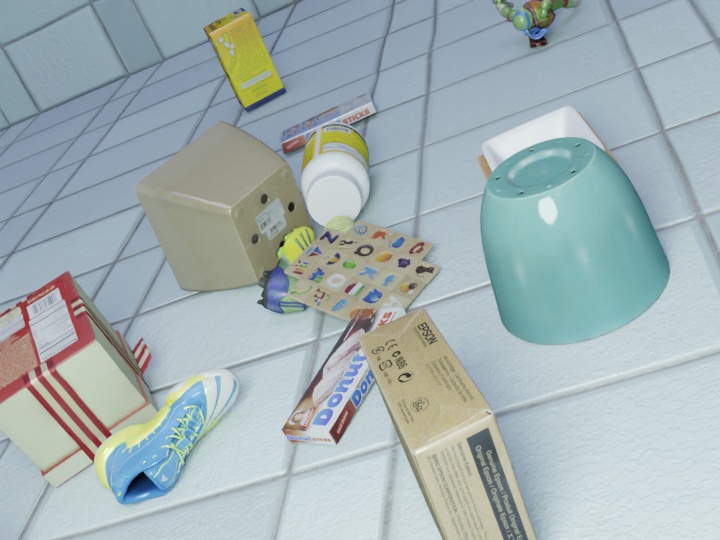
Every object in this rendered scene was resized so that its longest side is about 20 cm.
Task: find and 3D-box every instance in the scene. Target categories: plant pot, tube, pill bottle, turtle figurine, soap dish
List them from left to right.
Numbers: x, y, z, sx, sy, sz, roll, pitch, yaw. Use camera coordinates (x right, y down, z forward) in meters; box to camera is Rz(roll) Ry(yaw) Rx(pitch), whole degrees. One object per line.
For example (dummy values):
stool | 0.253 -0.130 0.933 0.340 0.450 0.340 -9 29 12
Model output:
plant pot | -0.190 -0.086 1.523 0.175 0.203 0.200 15 46 40
pill bottle | -0.040 -0.149 1.569 0.111 0.114 0.201 -21 27 11
tube | -0.009 -0.012 1.369 0.058 0.051 0.201 -56 26 20
turtle figurine | 0.324 -0.529 1.855 0.193 0.200 0.145 -25 -23 -49
soap dish | 0.246 -0.131 1.306 0.155 0.082 0.201 -23 27 8
plant pot | 0.220 -0.046 1.086 0.197 0.163 0.202 -21 26 11

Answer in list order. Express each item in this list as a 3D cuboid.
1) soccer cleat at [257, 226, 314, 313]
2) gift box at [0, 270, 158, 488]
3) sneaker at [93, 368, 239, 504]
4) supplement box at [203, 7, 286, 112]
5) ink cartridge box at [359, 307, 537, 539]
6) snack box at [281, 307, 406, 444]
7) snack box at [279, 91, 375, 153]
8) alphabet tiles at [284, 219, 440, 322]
soccer cleat | -0.088 0.002 1.421 0.082 0.066 0.201 11 30 6
gift box | -0.374 0.133 1.276 0.182 0.188 0.201 -29 41 -3
sneaker | -0.214 0.203 1.154 0.199 0.076 0.105 -37 39 -5
supplement box | -0.270 -0.490 2.299 0.108 0.202 0.109 -28 25 -6
ink cartridge box | 0.075 0.152 0.855 0.074 0.167 0.200 -24 26 -3
snack box | -0.015 0.119 1.148 0.071 0.025 0.201 -4 38 37
snack box | -0.065 -0.290 1.930 0.197 0.025 0.072 -23 27 7
alphabet tiles | 0.000 0.000 1.315 0.198 0.006 0.167 20 52 35
